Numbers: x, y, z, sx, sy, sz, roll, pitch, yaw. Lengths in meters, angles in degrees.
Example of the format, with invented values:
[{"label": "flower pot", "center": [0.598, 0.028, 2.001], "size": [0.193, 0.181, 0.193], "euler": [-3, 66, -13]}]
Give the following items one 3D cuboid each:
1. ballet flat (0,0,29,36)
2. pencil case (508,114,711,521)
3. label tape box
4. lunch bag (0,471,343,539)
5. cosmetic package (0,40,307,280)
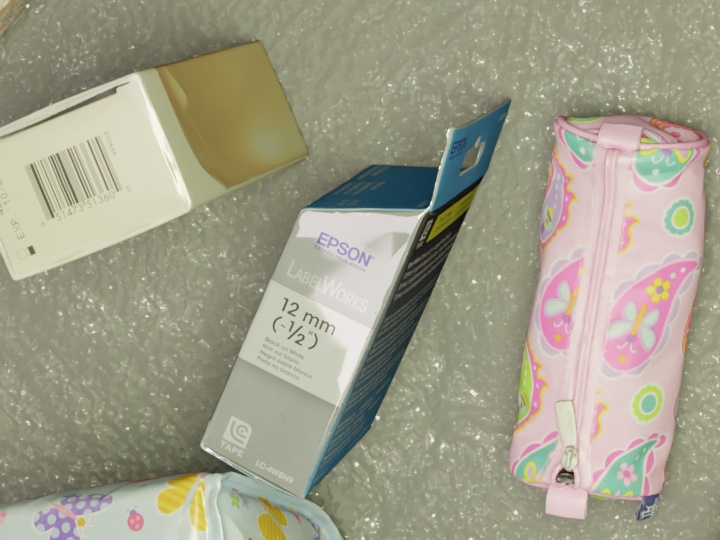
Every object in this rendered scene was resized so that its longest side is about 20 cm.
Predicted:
[{"label": "ballet flat", "center": [-0.186, -0.189, 1.345], "size": [0.068, 0.067, 0.200], "euler": [40, 107, 4]}, {"label": "pencil case", "center": [0.126, 0.021, 1.296], "size": [0.087, 0.087, 0.202], "euler": [11, 102, 12]}, {"label": "label tape box", "center": [0.000, 0.000, 1.292], "size": [0.066, 0.143, 0.201], "euler": [24, 105, 8]}, {"label": "lunch bag", "center": [-0.103, 0.179, 1.324], "size": [0.168, 0.200, 0.128], "euler": [-9, 77, 17]}, {"label": "cosmetic package", "center": [-0.108, -0.059, 1.280], "size": [0.105, 0.200, 0.072], "euler": [-21, 94, 16]}]
